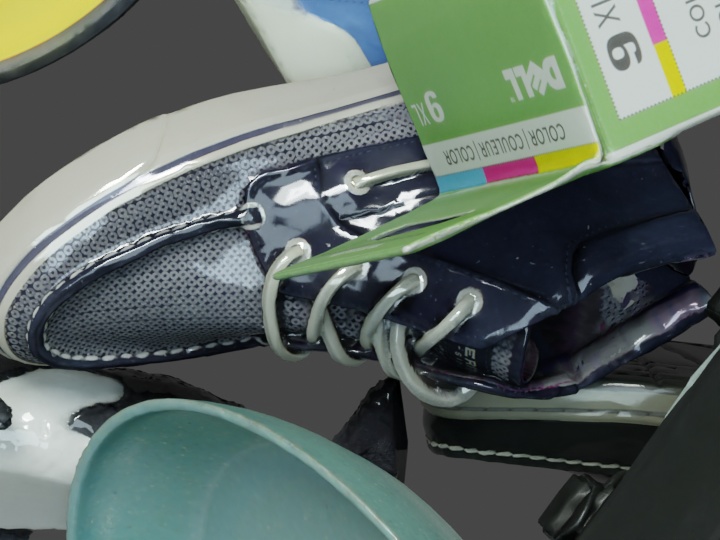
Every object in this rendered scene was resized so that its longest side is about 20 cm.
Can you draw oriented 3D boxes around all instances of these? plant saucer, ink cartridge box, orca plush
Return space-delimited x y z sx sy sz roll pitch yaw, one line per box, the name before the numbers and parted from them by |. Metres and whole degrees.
plant saucer | -0.003 0.118 0.748 0.036 0.200 0.200 -28 100 -33
ink cartridge box | 0.068 -0.065 0.706 0.200 0.104 0.059 -25 96 -19
orca plush | -0.084 0.031 0.818 0.200 0.105 0.071 -2 63 17

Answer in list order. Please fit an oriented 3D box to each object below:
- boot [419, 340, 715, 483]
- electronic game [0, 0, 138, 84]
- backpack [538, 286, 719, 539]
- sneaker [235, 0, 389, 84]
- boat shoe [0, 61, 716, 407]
boot | 0.111 0.102 0.819 0.204 0.073 0.154 6 99 -5
electronic game | -0.134 -0.148 0.804 0.200 0.042 0.200 0 100 2
backpack | 0.169 0.099 0.722 0.200 0.151 0.178 38 87 -25
sneaker | -0.005 -0.129 0.755 0.111 0.077 0.200 -32 132 2
boat shoe | 0.000 0.000 0.762 0.200 0.075 0.093 -22 54 -9
